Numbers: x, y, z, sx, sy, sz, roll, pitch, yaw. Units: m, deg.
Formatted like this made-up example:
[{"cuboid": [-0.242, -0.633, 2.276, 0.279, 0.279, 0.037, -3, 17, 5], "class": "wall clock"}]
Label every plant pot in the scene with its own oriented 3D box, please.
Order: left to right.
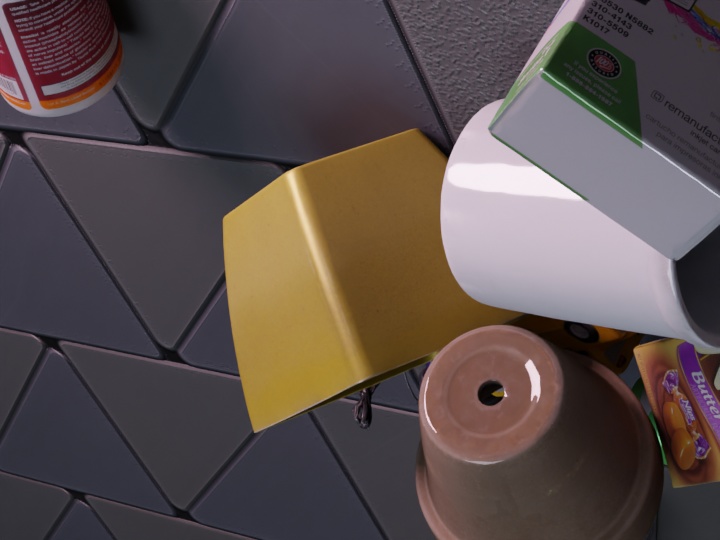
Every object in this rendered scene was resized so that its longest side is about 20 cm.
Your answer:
[{"cuboid": [0.000, 0.000, 1.591, 0.200, 0.200, 0.177, -31, 81, 57], "class": "plant pot"}, {"cuboid": [0.121, 0.131, 1.511, 0.200, 0.201, 0.175, 16, 160, 26], "class": "plant pot"}]

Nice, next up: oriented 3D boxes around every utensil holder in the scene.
[{"cuboid": [0.181, -0.041, 1.399, 0.200, 0.170, 0.170, 9, 143, 39], "class": "utensil holder"}]

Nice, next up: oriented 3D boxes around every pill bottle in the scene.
[{"cuboid": [-0.269, -0.229, 1.597, 0.113, 0.113, 0.200, 18, 147, 23], "class": "pill bottle"}]

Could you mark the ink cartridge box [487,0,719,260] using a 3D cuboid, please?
[{"cuboid": [0.192, -0.131, 1.222, 0.145, 0.200, 0.084, 34, 147, -3], "class": "ink cartridge box"}]

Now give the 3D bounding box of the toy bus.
[{"cuboid": [0.167, 0.053, 1.650, 0.078, 0.065, 0.200, 44, 148, -21], "class": "toy bus"}]

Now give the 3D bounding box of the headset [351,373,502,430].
[{"cuboid": [0.094, 0.134, 1.799, 0.200, 0.094, 0.124, 19, 140, -5], "class": "headset"}]

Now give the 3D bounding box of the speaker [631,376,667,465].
[{"cuboid": [0.318, 0.124, 1.595, 0.200, 0.089, 0.089, 2, 138, 42], "class": "speaker"}]

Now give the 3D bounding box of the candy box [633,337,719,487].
[{"cuboid": [0.291, 0.094, 1.473, 0.200, 0.056, 0.117, -25, 80, 63], "class": "candy box"}]

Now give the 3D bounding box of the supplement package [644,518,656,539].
[{"cuboid": [0.190, 0.301, 1.908, 0.151, 0.151, 0.200, 20, 148, 21], "class": "supplement package"}]

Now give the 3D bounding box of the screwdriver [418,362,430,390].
[{"cuboid": [0.071, 0.076, 1.818, 0.029, 0.028, 0.200, 0, 146, -4], "class": "screwdriver"}]
